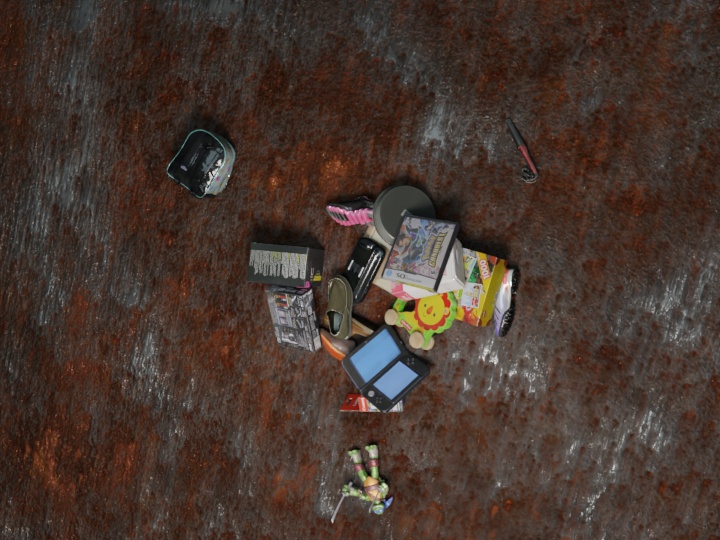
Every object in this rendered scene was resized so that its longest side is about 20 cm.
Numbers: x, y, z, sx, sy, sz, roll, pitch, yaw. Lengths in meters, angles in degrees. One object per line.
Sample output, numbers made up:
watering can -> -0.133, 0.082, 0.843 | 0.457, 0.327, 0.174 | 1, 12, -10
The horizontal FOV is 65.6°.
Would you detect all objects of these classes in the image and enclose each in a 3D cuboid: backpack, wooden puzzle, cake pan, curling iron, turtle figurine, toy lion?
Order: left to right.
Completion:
backpack -> -0.508, -0.358, 1.844 | 0.175, 0.153, 0.201 | 37, 110, 11
turtle figurine -> 0.012, 0.639, 1.691 | 0.144, 0.199, 0.195 | -45, 51, 50
wooden puzzle -> 0.083, -0.042, 1.735 | 0.199, 0.037, 0.186 | 30, 99, 19
cake pan -> 0.135, -0.163, 1.666 | 0.198, 0.037, 0.202 | 2, 81, -11
toy lion -> 0.185, 0.119, 1.639 | 0.200, 0.068, 0.193 | 40, 106, 43
curling iron -> 0.461, -0.347, 1.619 | 0.049, 0.026, 0.202 | -19, 85, 13

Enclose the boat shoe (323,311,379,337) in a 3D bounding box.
boat shoe -> -0.025, 0.175, 1.753 | 0.199, 0.072, 0.068 | 28, 100, 25

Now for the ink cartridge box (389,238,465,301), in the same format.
ink cartridge box -> 0.191, -0.007, 1.594 | 0.199, 0.085, 0.147 | -15, 63, 30

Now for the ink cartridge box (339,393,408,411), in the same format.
ink cartridge box -> 0.041, 0.383, 1.707 | 0.198, 0.109, 0.051 | -4, 105, 17

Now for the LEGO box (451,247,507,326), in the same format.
LEGO box -> 0.320, 0.044, 1.615 | 0.148, 0.077, 0.202 | 19, 96, 39

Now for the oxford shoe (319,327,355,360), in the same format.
oxford shoe -> -0.058, 0.242, 1.773 | 0.200, 0.071, 0.073 | 40, 69, 19

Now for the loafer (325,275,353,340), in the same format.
loafer -> -0.066, 0.113, 1.698 | 0.075, 0.070, 0.202 | -10, 81, 24

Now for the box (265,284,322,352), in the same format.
box -> -0.210, 0.150, 1.757 | 0.157, 0.050, 0.202 | 5, 116, 34

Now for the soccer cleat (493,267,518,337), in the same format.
soccer cleat -> 0.409, 0.092, 1.627 | 0.073, 0.068, 0.202 | 9, 94, 35

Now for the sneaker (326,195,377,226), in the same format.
sneaker -> -0.011, -0.195, 1.749 | 0.198, 0.079, 0.096 | 9, 58, 27

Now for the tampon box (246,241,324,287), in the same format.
tampon box -> -0.233, -0.017, 1.767 | 0.198, 0.150, 0.128 | 6, 92, 17

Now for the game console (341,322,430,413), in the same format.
game console -> 0.076, 0.284, 1.645 | 0.200, 0.119, 0.170 | -38, 43, -21

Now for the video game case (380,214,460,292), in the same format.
video game case -> 0.165, -0.053, 1.562 | 0.180, 0.025, 0.201 | 13, 77, 37

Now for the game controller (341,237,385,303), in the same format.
game controller -> 0.000, 0.000, 1.730 | 0.104, 0.042, 0.201 | 37, 109, 31
